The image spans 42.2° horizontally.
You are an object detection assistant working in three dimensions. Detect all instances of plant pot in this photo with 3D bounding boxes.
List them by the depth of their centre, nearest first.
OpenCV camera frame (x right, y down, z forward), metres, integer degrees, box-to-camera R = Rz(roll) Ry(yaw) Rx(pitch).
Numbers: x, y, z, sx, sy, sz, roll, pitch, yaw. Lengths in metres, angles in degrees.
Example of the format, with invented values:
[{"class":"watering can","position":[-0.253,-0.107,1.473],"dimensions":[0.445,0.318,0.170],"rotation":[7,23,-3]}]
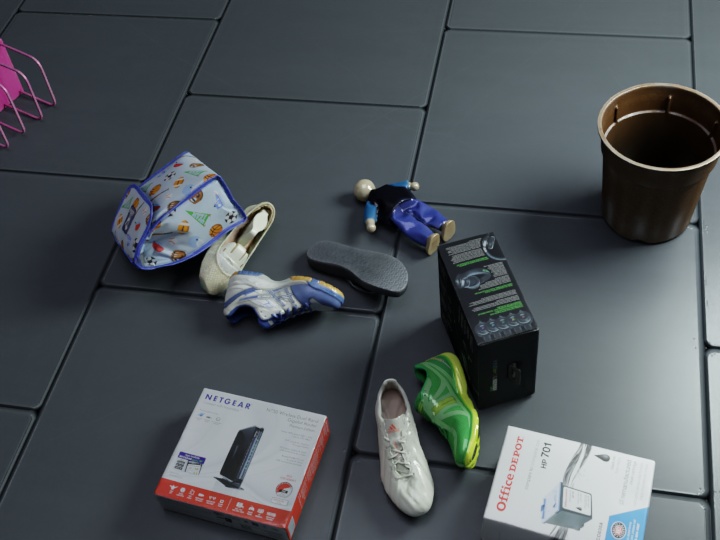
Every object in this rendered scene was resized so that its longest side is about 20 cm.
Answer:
[{"class":"plant pot","position":[0.476,-0.162,1.516],"dimensions":[0.199,0.199,0.201],"rotation":[-3,50,4]}]

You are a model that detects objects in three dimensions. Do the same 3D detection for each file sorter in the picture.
[{"class":"file sorter","position":[-0.722,-0.331,1.843],"dimensions":[0.125,0.139,0.200],"rotation":[24,58,21]}]

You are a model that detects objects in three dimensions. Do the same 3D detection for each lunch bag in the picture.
[{"class":"lunch bag","position":[-0.324,-0.095,1.589],"dimensions":[0.200,0.124,0.170],"rotation":[-38,33,-9]}]

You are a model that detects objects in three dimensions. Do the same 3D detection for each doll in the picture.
[{"class":"doll","position":[0.062,-0.103,1.615],"dimensions":[0.136,0.049,0.200],"rotation":[-39,57,-24]}]

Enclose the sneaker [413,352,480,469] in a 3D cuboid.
[{"class":"sneaker","position":[0.122,0.207,1.343],"dimensions":[0.083,0.074,0.200],"rotation":[-10,41,-4]}]

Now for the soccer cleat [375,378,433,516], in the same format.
[{"class":"soccer cleat","position":[0.055,0.247,1.311],"dimensions":[0.069,0.078,0.200],"rotation":[-12,51,-3]}]

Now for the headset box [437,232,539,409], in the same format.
[{"class":"headset box","position":[0.186,0.080,1.369],"dimensions":[0.092,0.174,0.200],"rotation":[-15,50,-5]}]

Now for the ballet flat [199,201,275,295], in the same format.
[{"class":"ballet flat","position":[-0.207,-0.046,1.582],"dimensions":[0.062,0.067,0.200],"rotation":[-24,31,49]}]

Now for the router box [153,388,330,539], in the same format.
[{"class":"router box","position":[-0.166,0.274,1.335],"dimensions":[0.199,0.049,0.180],"rotation":[10,53,15]}]

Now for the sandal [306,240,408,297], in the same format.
[{"class":"sandal","position":[0.000,0.000,1.551],"dimensions":[0.200,0.043,0.076],"rotation":[23,49,35]}]

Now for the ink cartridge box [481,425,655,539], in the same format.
[{"class":"ink cartridge box","position":[0.273,0.307,1.232],"dimensions":[0.199,0.086,0.147],"rotation":[12,53,14]}]

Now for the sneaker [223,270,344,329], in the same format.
[{"class":"sneaker","position":[-0.125,0.058,1.502],"dimensions":[0.199,0.075,0.088],"rotation":[4,63,19]}]
